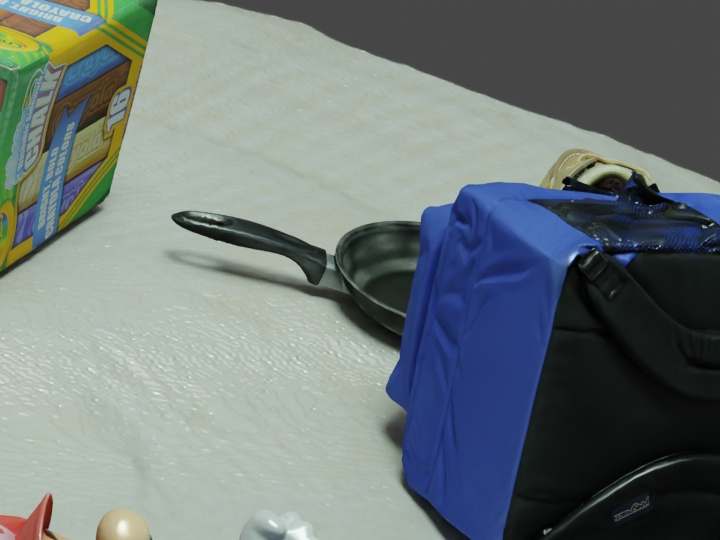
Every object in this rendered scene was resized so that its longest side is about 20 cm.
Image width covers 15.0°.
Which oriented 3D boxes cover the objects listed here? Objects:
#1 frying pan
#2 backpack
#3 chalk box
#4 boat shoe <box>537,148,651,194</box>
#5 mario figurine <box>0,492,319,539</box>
[{"bbox_3d":[0.008,0.008,1.373,0.189,0.031,0.115,-1,30,-27],"label":"frying pan"},{"bbox_3d":[0.126,0.032,1.245,0.199,0.163,0.168,1,26,-30],"label":"backpack"},{"bbox_3d":[-0.203,-0.078,1.308,0.125,0.124,0.200,22,25,13],"label":"chalk box"},{"bbox_3d":[0.133,-0.026,1.481,0.074,0.067,0.200,14,25,-7],"label":"boat shoe"},{"bbox_3d":[-0.055,0.128,0.989,0.199,0.106,0.123,19,-11,-13],"label":"mario figurine"}]
